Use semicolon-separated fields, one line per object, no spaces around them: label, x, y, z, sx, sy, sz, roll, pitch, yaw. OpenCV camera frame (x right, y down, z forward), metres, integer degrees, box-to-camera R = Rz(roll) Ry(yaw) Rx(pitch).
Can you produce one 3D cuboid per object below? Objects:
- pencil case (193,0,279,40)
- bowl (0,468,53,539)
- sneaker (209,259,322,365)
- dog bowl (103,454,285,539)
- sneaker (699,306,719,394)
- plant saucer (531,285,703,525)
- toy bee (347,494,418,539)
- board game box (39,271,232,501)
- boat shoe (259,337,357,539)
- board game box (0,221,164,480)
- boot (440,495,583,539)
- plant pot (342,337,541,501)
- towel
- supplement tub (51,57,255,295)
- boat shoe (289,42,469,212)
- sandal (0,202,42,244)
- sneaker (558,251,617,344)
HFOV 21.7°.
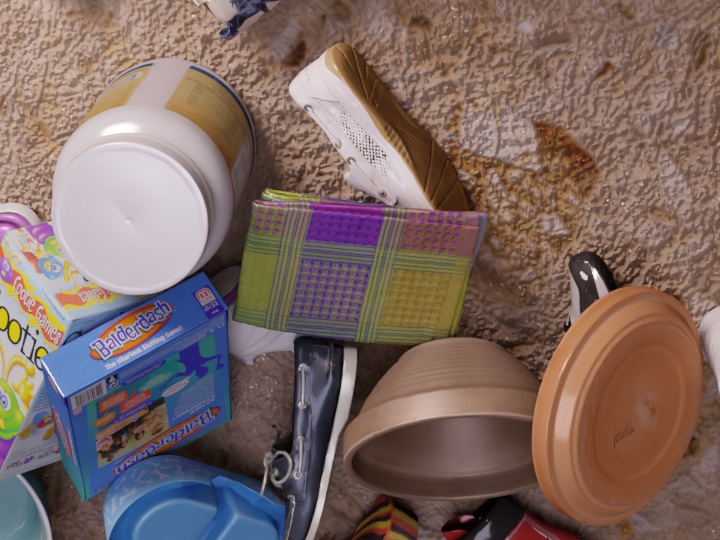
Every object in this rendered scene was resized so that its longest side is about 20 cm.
pencil case;-0.047;-0.267;1.470;0.199;0.090;0.078;-34;105;16
bowl;-0.361;0.214;1.683;0.198;0.105;0.203;2;113;5
sneaker;-0.042;0.012;1.602;0.199;0.075;0.100;-27;124;16
dog bowl;-0.141;0.222;1.648;0.199;0.050;0.112;22;112;-40
sneaker;0.352;0.134;1.578;0.073;0.116;0.201;-34;106;15
plant saucer;0.219;0.114;1.542;0.032;0.199;0.202;19;122;46
toy bee;-0.012;0.305;1.682;0.130;0.109;0.202;13;117;-18
board game box;-0.182;0.100;1.558;0.151;0.045;0.201;-28;154;-19
boat shoe;-0.050;0.154;1.605;0.061;0.075;0.202;11;110;-7
board game box;-0.261;0.063;1.570;0.103;0.104;0.201;49;130;23
boot;0.111;0.301;1.694;0.143;0.072;0.201;30;103;-7
plant pot;0.083;0.119;1.588;0.198;0.094;0.201;-1;153;-1
towel;0.000;0.000;1.534;0.198;0.023;0.145;4;129;-11
supplement tub;-0.165;-0.075;1.497;0.143;0.200;0.146;2;112;5
boat shoe;0.016;-0.093;1.549;0.069;0.071;0.201;-29;108;28
sandal;-0.369;-0.003;1.626;0.201;0.050;0.083;-26;107;15
sneaker;0.192;0.081;1.595;0.079;0.074;0.202;-7;111;10
